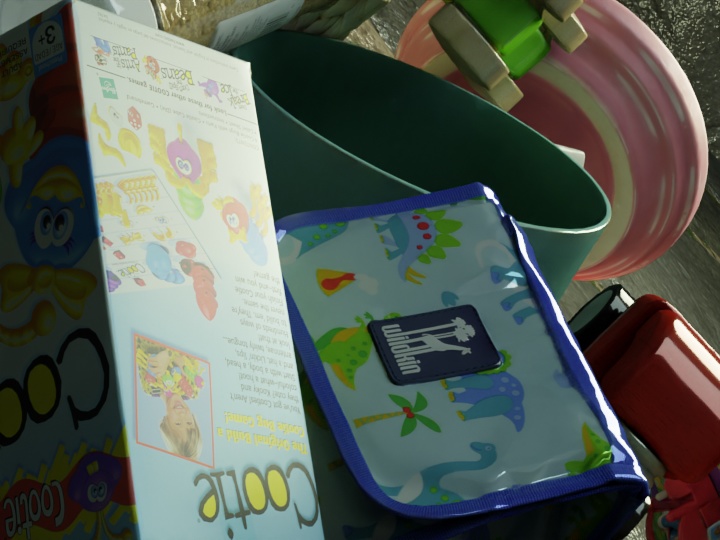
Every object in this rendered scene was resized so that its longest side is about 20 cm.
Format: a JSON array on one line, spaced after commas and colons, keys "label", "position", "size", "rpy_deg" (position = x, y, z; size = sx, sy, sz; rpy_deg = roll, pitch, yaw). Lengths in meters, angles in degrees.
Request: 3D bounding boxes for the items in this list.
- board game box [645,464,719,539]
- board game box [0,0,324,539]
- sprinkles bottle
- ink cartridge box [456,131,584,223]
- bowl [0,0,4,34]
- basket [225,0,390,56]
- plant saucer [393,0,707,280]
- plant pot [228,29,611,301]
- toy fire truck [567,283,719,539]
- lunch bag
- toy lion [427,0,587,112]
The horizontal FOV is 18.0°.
[{"label": "board game box", "position": [0.204, 0.164, 1.424], "size": [0.158, 0.039, 0.201], "rpy_deg": [53, -19, 45]}, {"label": "board game box", "position": [-0.095, 0.021, 0.836], "size": [0.105, 0.103, 0.202], "rpy_deg": [16, 59, -50]}, {"label": "sprinkles bottle", "position": [-0.077, -0.128, 1.036], "size": [0.068, 0.068, 0.200], "rpy_deg": [52, 37, 4]}, {"label": "ink cartridge box", "position": [0.025, -0.029, 1.254], "size": [0.199, 0.110, 0.050], "rpy_deg": [14, 4, 43]}, {"label": "bowl", "position": [-0.178, -0.068, 0.995], "size": [0.200, 0.075, 0.200], "rpy_deg": [45, 16, -20]}, {"label": "basket", "position": [-0.105, -0.184, 1.227], "size": [0.161, 0.200, 0.199], "rpy_deg": [45, 17, -26]}, {"label": "plant saucer", "position": [0.099, -0.074, 1.301], "size": [0.201, 0.200, 0.051], "rpy_deg": [49, 46, -6]}, {"label": "plant pot", "position": [0.000, 0.000, 1.112], "size": [0.199, 0.162, 0.201], "rpy_deg": [22, 19, -8]}, {"label": "toy fire truck", "position": [0.105, 0.091, 1.105], "size": [0.129, 0.176, 0.200], "rpy_deg": [46, 0, -8]}, {"label": "lunch bag", "position": [0.000, 0.073, 0.922], "size": [0.128, 0.199, 0.171], "rpy_deg": [53, 10, -50]}, {"label": "toy lion", "position": [0.027, -0.177, 1.147], "size": [0.192, 0.069, 0.200], "rpy_deg": [49, 4, 6]}]
